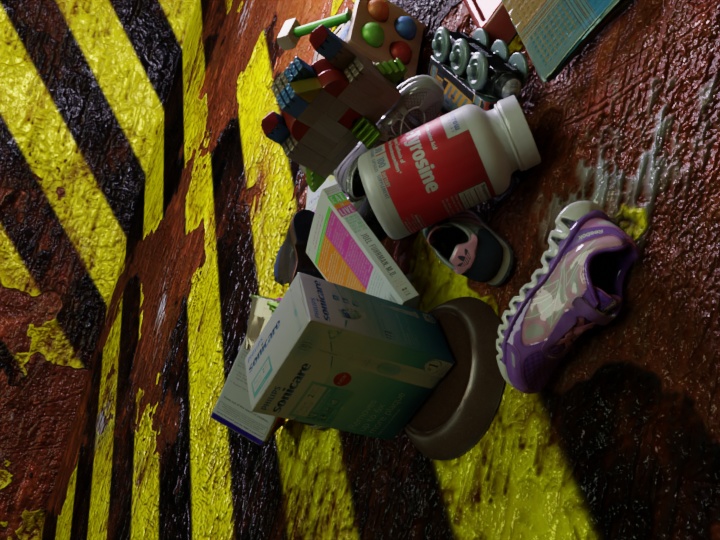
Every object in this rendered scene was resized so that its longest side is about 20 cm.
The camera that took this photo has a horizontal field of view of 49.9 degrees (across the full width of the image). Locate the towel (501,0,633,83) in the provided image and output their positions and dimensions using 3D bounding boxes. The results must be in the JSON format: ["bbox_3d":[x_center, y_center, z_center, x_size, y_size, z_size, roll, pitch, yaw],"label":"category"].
[{"bbox_3d":[0.239,-0.344,0.936,0.147,0.022,0.202,-46,47,36],"label":"towel"}]

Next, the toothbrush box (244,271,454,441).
[{"bbox_3d":[-0.015,0.106,0.906,0.147,0.198,0.086,-55,32,26],"label":"toothbrush box"}]

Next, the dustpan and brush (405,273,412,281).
[{"bbox_3d":[0.007,0.046,1.140,0.200,0.057,0.141,-46,30,50],"label":"dustpan and brush"}]

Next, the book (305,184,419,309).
[{"bbox_3d":[0.000,0.000,1.039,0.201,0.048,0.134,55,153,26],"label":"book"}]

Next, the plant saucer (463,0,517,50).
[{"bbox_3d":[0.207,-0.427,1.067,0.200,0.036,0.201,-51,35,34],"label":"plant saucer"}]

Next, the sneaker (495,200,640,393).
[{"bbox_3d":[0.206,0.035,0.756,0.088,0.080,0.202,36,105,53],"label":"sneaker"}]

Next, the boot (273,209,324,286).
[{"bbox_3d":[-0.092,0.015,1.226,0.097,0.074,0.202,137,136,-56],"label":"boot"}]

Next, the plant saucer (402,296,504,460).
[{"bbox_3d":[0.098,0.125,0.938,0.200,0.034,0.202,-37,44,47],"label":"plant saucer"}]

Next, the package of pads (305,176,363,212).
[{"bbox_3d":[-0.028,-0.145,1.289,0.154,0.068,0.202,-32,46,48],"label":"package of pads"}]

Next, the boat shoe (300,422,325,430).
[{"bbox_3d":[-0.044,0.168,1.123,0.200,0.073,0.075,-50,35,35],"label":"boat shoe"}]

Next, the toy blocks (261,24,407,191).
[{"bbox_3d":[-0.050,-0.211,0.980,0.200,0.136,0.100,-45,47,20],"label":"toy blocks"}]

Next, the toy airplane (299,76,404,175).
[{"bbox_3d":[0.004,-0.210,1.161,0.198,0.142,0.200,-25,20,9],"label":"toy airplane"}]

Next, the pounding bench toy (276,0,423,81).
[{"bbox_3d":[-0.018,-0.371,1.252,0.156,0.198,0.126,-32,41,51],"label":"pounding bench toy"}]

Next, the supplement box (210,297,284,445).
[{"bbox_3d":[-0.144,0.159,1.243,0.202,0.103,0.101,-66,-9,13],"label":"supplement box"}]

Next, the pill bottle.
[{"bbox_3d":[0.106,-0.125,0.917,0.198,0.113,0.113,-24,45,11],"label":"pill bottle"}]

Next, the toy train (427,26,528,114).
[{"bbox_3d":[0.149,-0.245,1.014,0.200,0.084,0.115,-122,33,-51],"label":"toy train"}]

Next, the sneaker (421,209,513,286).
[{"bbox_3d":[0.110,-0.047,0.964,0.071,0.081,0.200,-68,27,12],"label":"sneaker"}]

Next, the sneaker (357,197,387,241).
[{"bbox_3d":[0.054,-0.089,1.072,0.107,0.075,0.200,-57,15,-19],"label":"sneaker"}]

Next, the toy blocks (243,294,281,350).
[{"bbox_3d":[-0.091,0.117,1.083,0.198,0.100,0.139,9,90,34],"label":"toy blocks"}]

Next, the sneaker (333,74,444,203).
[{"bbox_3d":[0.045,-0.166,1.031,0.200,0.074,0.082,-50,29,23],"label":"sneaker"}]
